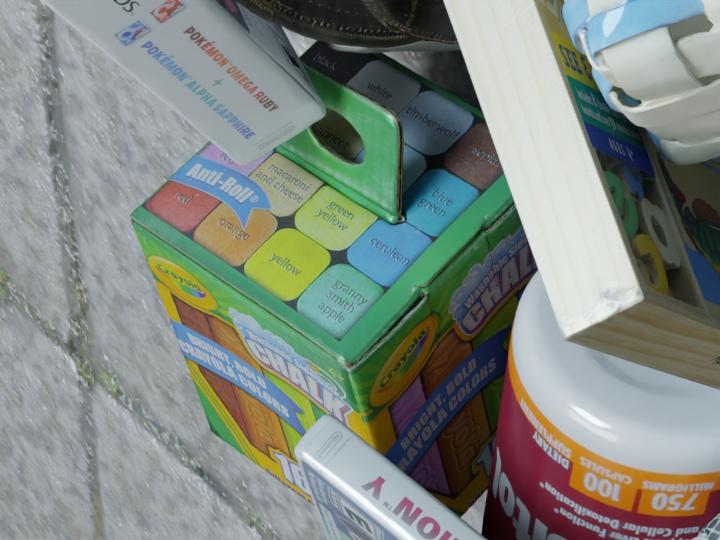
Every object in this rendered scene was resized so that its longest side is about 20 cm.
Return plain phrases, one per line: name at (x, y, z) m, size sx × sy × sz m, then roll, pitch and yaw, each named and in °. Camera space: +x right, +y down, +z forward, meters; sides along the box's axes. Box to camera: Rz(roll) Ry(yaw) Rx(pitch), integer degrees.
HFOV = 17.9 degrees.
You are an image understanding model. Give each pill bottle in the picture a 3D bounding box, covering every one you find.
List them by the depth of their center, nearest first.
pill bottle at (0.106, 0.088, 0.894) m, size 0.113 × 0.113 × 0.201 m, roll 40°, pitch 147°, yaw 29°

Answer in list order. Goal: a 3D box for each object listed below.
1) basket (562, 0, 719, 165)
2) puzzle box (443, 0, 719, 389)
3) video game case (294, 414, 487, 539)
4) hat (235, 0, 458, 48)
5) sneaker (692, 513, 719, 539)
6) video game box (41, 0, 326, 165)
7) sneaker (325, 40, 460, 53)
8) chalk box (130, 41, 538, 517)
basket at (0.112, -0.142, 0.573) m, size 0.139 × 0.175 × 0.202 m, roll 40°, pitch -143°, yaw -59°
puzzle box at (0.088, -0.032, 0.656) m, size 0.025 × 0.200 × 0.134 m, roll -28°, pitch 69°, yaw 23°
video game case at (0.058, 0.147, 0.852) m, size 0.182 × 0.023 × 0.200 m, roll 38°, pitch 164°, yaw 19°
hat at (0.040, -0.128, 0.692) m, size 0.202 × 0.199 × 0.081 m, roll 92°, pitch 162°, yaw -45°
sneaker at (0.163, 0.137, 0.848) m, size 0.076 × 0.081 × 0.200 m, roll 28°, pitch 179°, yaw 29°
video game box at (-0.099, -0.151, 0.799) m, size 0.201 × 0.047 × 0.182 m, roll 62°, pitch -173°, yaw 24°
sneaker at (0.001, -0.131, 0.886) m, size 0.200 × 0.070 × 0.081 m, roll -151°, pitch 58°, yaw -70°
chalk box at (0.000, 0.000, 0.914) m, size 0.124 × 0.124 × 0.201 m, roll 33°, pitch 156°, yaw 31°
